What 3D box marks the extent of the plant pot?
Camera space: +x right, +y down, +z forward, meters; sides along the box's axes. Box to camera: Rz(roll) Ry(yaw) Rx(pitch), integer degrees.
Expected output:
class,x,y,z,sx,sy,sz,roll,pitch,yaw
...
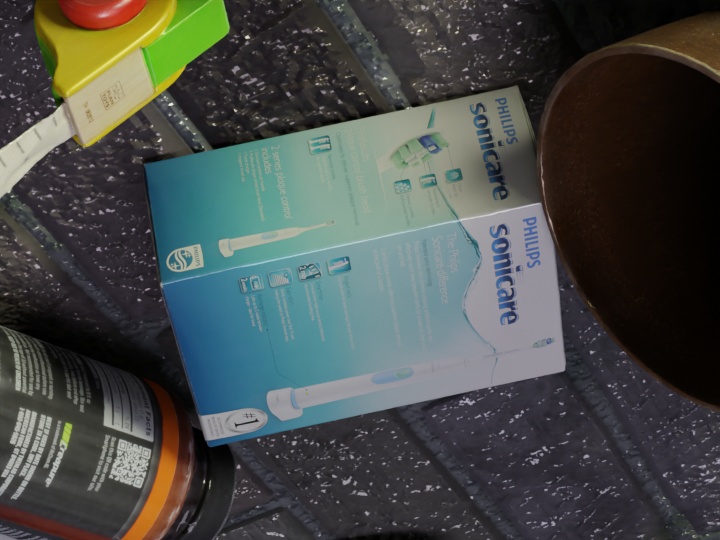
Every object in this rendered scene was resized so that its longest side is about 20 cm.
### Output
class,x,y,z,sx,sy,sz,roll,pitch,yaw
plant pot,0.219,-0.059,1.149,0.200,0.187,0.187,-31,153,-32

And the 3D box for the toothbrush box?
class,x,y,z,sx,sy,sz,roll,pitch,yaw
toothbrush box,0.000,0.000,1.249,0.199,0.086,0.147,-12,141,1

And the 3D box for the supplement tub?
class,x,y,z,sx,sy,sz,roll,pitch,yaw
supplement tub,-0.165,0.098,1.311,0.199,0.107,0.107,24,130,-37

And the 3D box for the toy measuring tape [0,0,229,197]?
class,x,y,z,sx,sy,sz,roll,pitch,yaw
toy measuring tape,-0.140,-0.088,1.079,0.200,0.073,0.074,-39,147,-20

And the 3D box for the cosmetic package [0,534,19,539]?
class,x,y,z,sx,sy,sz,roll,pitch,yaw
cosmetic package,-0.260,0.162,1.349,0.200,0.082,0.113,30,170,-41
